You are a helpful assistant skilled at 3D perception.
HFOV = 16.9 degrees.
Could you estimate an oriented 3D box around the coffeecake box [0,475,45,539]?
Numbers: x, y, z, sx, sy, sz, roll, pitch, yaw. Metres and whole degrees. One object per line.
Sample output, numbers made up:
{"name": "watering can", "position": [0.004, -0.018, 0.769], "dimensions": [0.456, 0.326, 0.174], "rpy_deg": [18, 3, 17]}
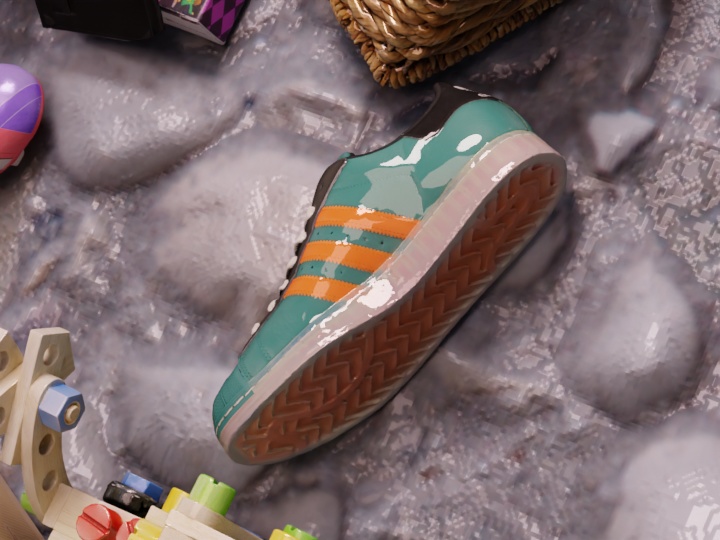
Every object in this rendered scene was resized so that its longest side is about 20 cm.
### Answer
{"name": "coffeecake box", "position": [-0.251, 0.165, 1.144], "dimensions": [0.200, 0.073, 0.154], "rpy_deg": [-43, 61, 5]}

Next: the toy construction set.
{"name": "toy construction set", "position": [-0.099, 0.111, 1.061], "dimensions": [0.200, 0.131, 0.092], "rpy_deg": [38, 89, 30]}

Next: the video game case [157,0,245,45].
{"name": "video game case", "position": [-0.103, -0.233, 1.243], "dimensions": [0.180, 0.036, 0.201], "rpy_deg": [21, 81, 29]}

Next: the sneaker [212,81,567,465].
{"name": "sneaker", "position": [0.000, 0.000, 1.097], "dimensions": [0.200, 0.071, 0.080], "rpy_deg": [-44, 56, -2]}

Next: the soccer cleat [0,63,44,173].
{"name": "soccer cleat", "position": [-0.255, -0.060, 1.225], "dimensions": [0.199, 0.076, 0.067], "rpy_deg": [-17, 65, 18]}

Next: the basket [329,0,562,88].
{"name": "basket", "position": [0.043, -0.214, 1.138], "dimensions": [0.142, 0.149, 0.201], "rpy_deg": [-19, 68, -29]}

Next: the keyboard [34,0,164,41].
{"name": "keyboard", "position": [-0.162, -0.202, 1.162], "dimensions": [0.126, 0.201, 0.021], "rpy_deg": [12, 42, 29]}
